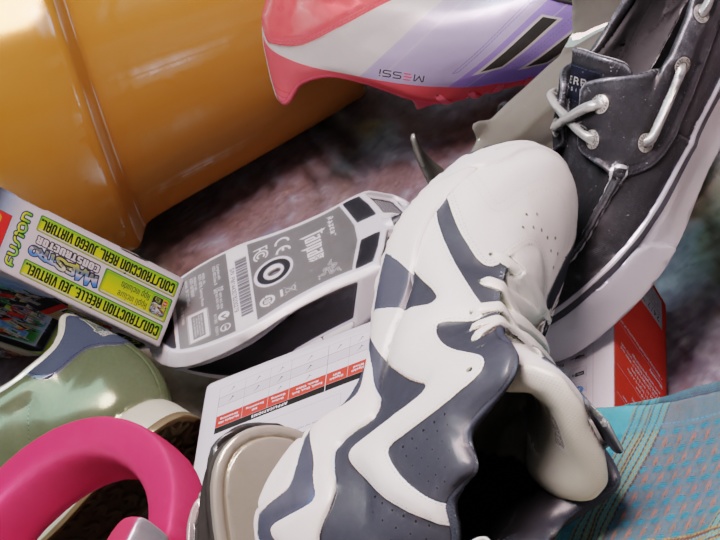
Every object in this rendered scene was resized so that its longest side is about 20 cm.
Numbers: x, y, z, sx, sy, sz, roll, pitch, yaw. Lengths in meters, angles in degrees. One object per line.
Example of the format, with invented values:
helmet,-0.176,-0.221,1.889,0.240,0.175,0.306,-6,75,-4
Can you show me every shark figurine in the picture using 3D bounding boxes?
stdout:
shark figurine,0.093,-0.085,1.251,0.214,0.090,0.128,-25,23,-21

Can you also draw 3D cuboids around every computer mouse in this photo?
computer mouse,0.000,0.000,1.308,0.200,0.044,0.110,-24,35,11

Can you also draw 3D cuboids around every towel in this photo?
towel,0.075,0.114,0.988,0.147,0.022,0.200,-17,33,55

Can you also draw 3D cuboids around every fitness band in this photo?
fitness band,-0.133,0.145,1.129,0.143,0.037,0.200,-2,53,54

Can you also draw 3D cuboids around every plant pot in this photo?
plant pot,-0.101,-0.118,1.430,0.183,0.201,0.200,-19,34,-2

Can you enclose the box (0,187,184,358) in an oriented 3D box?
box,-0.176,0.002,1.357,0.200,0.110,0.035,-6,60,60

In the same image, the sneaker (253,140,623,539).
sneaker,0.056,0.035,1.035,0.129,0.080,0.199,-1,44,47

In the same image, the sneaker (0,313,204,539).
sneaker,-0.165,0.101,1.270,0.200,0.067,0.090,-41,62,4

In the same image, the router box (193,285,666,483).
router box,0.023,0.089,1.166,0.200,0.049,0.180,-21,36,22

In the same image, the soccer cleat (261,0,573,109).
soccer cleat,0.054,-0.108,1.345,0.199,0.073,0.068,3,14,0

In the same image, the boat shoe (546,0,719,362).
boat shoe,0.104,-0.061,1.144,0.200,0.068,0.072,-56,31,-3

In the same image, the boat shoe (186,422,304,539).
boat shoe,-0.033,0.157,1.077,0.057,0.067,0.201,145,126,-74
